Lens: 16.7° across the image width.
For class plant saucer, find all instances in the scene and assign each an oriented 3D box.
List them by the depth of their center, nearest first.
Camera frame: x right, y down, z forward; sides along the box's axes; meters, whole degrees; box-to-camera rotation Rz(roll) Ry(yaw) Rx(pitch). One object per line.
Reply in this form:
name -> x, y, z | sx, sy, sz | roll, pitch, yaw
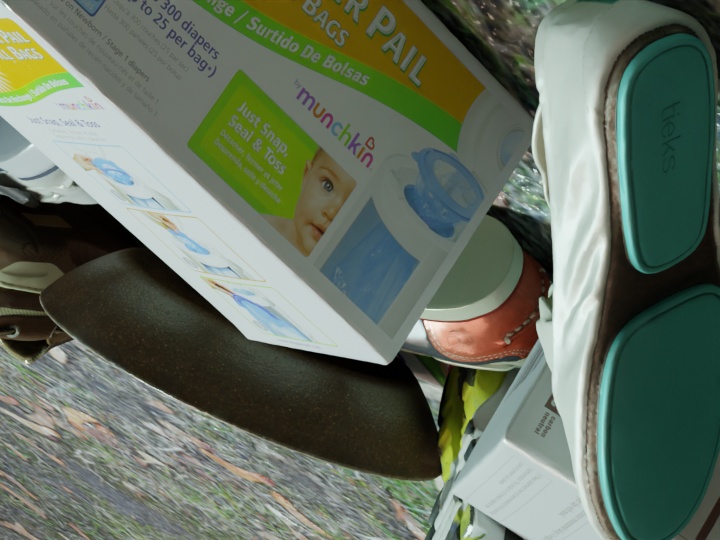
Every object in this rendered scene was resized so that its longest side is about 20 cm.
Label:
plant saucer -> -0.047, 0.035, 1.107 | 0.199, 0.037, 0.200 | 23, -173, -3

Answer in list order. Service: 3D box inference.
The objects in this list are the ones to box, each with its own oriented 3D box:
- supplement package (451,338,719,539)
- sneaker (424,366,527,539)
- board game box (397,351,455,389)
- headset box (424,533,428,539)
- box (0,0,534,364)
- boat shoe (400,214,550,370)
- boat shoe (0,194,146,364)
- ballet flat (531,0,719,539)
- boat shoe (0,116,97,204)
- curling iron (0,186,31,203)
supplement package -> 0.154, 0.081, 0.928 | 0.199, 0.118, 0.117 | 33, 163, 1
sneaker -> 0.077, 0.093, 1.036 | 0.084, 0.201, 0.075 | 17, 133, -7
board game box -> -0.026, 0.001, 1.180 | 0.199, 0.030, 0.096 | 21, 160, 25
headset box -> 0.106, 0.139, 1.119 | 0.077, 0.149, 0.199 | 42, 159, -28
box -> -0.051, -0.072, 0.872 | 0.200, 0.113, 0.101 | 43, 161, -29
boat shoe -> 0.000, 0.000, 1.066 | 0.199, 0.072, 0.063 | 12, 157, 39
boat shoe -> -0.161, 0.008, 1.233 | 0.075, 0.075, 0.202 | 41, -166, 27
ballet flat -> 0.087, -0.002, 0.823 | 0.069, 0.069, 0.201 | 19, 127, 35
boat shoe -> -0.138, -0.063, 1.137 | 0.069, 0.071, 0.200 | 24, 167, -19
curling iron -> -0.250, -0.090, 1.313 | 0.200, 0.026, 0.049 | 39, 165, -21
